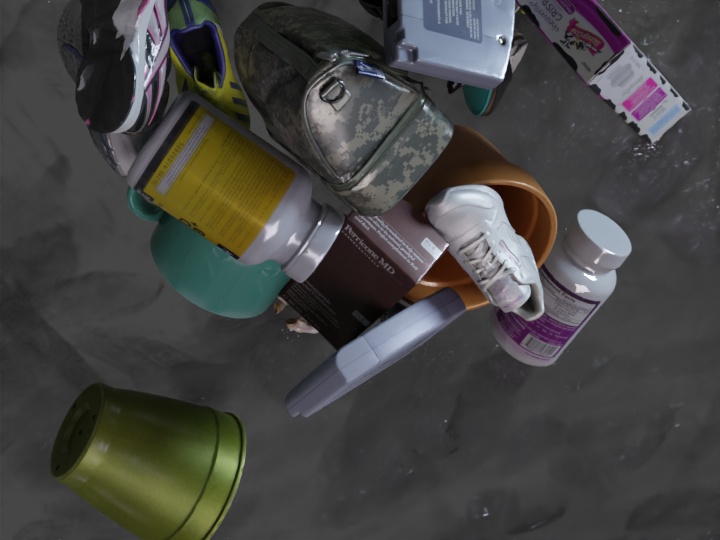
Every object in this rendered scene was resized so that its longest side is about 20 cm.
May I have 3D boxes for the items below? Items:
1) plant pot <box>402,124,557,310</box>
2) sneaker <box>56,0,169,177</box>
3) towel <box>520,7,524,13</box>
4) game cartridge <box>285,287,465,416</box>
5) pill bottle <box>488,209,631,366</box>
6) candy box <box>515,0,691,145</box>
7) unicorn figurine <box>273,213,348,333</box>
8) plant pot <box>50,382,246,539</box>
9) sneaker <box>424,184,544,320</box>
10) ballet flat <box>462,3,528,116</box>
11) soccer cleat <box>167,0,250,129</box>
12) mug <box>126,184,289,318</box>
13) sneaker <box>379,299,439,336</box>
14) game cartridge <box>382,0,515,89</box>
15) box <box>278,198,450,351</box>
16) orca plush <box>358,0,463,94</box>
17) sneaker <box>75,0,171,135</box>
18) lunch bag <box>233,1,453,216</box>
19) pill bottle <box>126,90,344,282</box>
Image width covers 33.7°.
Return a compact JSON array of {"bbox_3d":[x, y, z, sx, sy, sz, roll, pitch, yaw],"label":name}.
[{"bbox_3d":[0.108,-0.071,1.358,0.198,0.141,0.201,-11,138,-10],"label":"plant pot"},{"bbox_3d":[-0.236,-0.189,1.165,0.087,0.075,0.201,-31,142,-19],"label":"sneaker"},{"bbox_3d":[0.228,-0.346,1.187,0.086,0.018,0.201,-16,145,-43],"label":"towel"},{"bbox_3d":[0.021,0.084,1.275,0.199,0.042,0.133,-28,166,-42],"label":"game cartridge"},{"bbox_3d":[0.259,0.021,1.538,0.111,0.113,0.201,11,130,-30],"label":"pill bottle"},{"bbox_3d":[0.251,-0.221,1.224,0.061,0.137,0.199,-43,149,17],"label":"candy box"},{"bbox_3d":[-0.038,0.019,1.441,0.136,0.074,0.201,-12,133,-26],"label":"unicorn figurine"},{"bbox_3d":[-0.279,0.237,1.509,0.192,0.201,0.200,30,119,-27],"label":"plant pot"},{"bbox_3d":[0.141,-0.018,1.248,0.075,0.100,0.200,-34,135,18],"label":"sneaker"},{"bbox_3d":[0.141,-0.249,1.244,0.068,0.068,0.201,-26,140,-13],"label":"ballet flat"},{"bbox_3d":[-0.152,-0.186,1.176,0.064,0.084,0.201,-18,139,-3],"label":"soccer cleat"},{"bbox_3d":[-0.147,-0.046,1.274,0.184,0.153,0.115,15,127,-34],"label":"mug"},{"bbox_3d":[0.025,0.006,1.411,0.073,0.080,0.200,-14,141,38],"label":"sneaker"},{"bbox_3d":[0.083,-0.271,1.110,0.132,0.202,0.041,10,161,-32],"label":"game cartridge"},{"bbox_3d":[0.000,0.000,1.266,0.100,0.075,0.200,43,144,-1],"label":"box"},{"bbox_3d":[0.043,-0.240,1.175,0.104,0.072,0.200,-2,143,37],"label":"orca plush"},{"bbox_3d":[-0.207,-0.218,1.083,0.080,0.202,0.086,12,178,18],"label":"sneaker"},{"bbox_3d":[-0.028,-0.168,1.153,0.140,0.200,0.168,-48,131,3],"label":"lunch bag"},{"bbox_3d":[-0.118,-0.076,1.157,0.199,0.112,0.112,35,120,-10],"label":"pill bottle"}]
